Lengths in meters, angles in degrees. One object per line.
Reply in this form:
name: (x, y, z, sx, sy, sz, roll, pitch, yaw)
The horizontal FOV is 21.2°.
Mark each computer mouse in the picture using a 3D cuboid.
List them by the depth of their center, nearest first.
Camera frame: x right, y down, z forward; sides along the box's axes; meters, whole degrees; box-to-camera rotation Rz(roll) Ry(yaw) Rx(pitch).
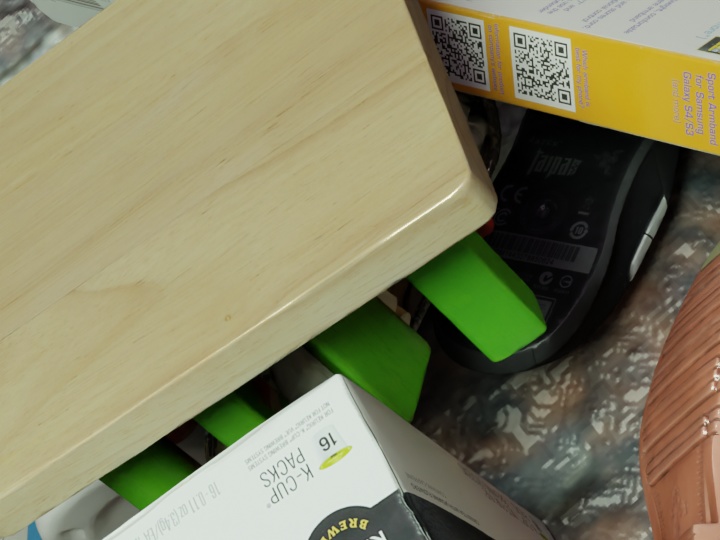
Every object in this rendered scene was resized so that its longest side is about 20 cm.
computer mouse: (0.118, -0.035, 0.770, 0.140, 0.046, 0.201, 6, 62, 34)

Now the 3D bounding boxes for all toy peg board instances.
toy peg board: (-0.042, -0.014, 0.686, 0.199, 0.098, 0.200, -33, 42, 14)

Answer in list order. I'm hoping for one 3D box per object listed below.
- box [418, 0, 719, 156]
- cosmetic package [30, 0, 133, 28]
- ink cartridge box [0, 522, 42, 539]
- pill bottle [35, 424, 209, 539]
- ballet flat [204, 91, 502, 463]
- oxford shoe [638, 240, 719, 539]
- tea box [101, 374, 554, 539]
box: (0.122, -0.091, 0.713, 0.199, 0.042, 0.119, 21, 40, 37)
cosmetic package: (-0.081, -0.203, 0.762, 0.081, 0.113, 0.201, 18, 78, 30)
ink cartridge box: (-0.198, 0.171, 0.801, 0.067, 0.115, 0.201, 18, 80, 31)
pill bottle: (-0.102, 0.013, 0.819, 0.112, 0.112, 0.201, -26, 60, 15)
ballet flat: (0.000, 0.000, 0.737, 0.072, 0.072, 0.201, 13, 66, 29)
oxford shoe: (0.147, 0.076, 0.711, 0.073, 0.071, 0.201, 17, 63, -11)
tea box: (0.024, 0.173, 0.641, 0.133, 0.200, 0.197, -36, 58, 9)
